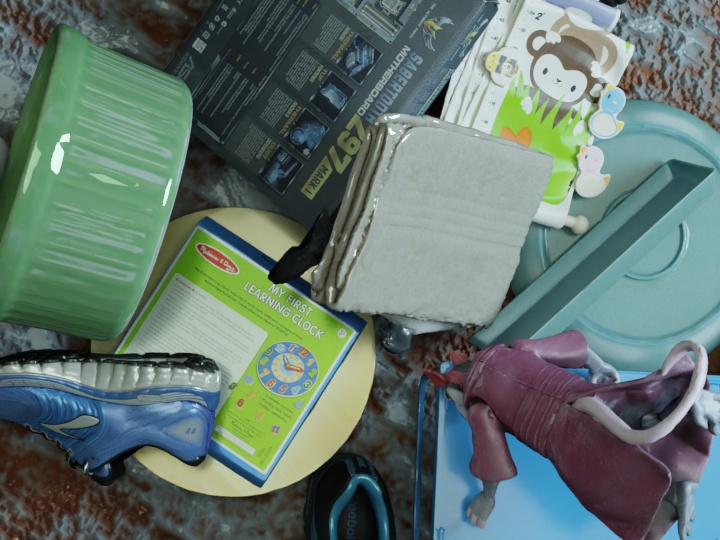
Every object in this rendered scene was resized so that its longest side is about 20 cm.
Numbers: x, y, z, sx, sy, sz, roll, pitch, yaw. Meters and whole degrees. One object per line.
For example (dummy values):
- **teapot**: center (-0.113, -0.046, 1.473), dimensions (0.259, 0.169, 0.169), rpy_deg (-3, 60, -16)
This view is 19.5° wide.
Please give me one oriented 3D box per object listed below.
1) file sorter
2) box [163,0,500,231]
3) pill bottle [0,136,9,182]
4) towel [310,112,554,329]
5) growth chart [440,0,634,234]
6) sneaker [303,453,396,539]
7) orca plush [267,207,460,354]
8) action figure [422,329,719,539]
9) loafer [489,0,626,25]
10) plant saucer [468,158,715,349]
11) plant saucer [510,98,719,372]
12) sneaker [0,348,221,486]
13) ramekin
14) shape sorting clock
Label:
- **file sorter**: center (0.138, 0.139, 1.444), dimensions (0.198, 0.123, 0.140), rpy_deg (3, 86, -9)
- **box**: center (-0.025, -0.149, 1.424), dimensions (0.157, 0.051, 0.201), rpy_deg (39, 105, 11)
- **pill bottle**: center (-0.312, -0.008, 1.390), dimensions (0.110, 0.111, 0.202), rpy_deg (18, 84, -7)
- **towel**: center (0.049, -0.030, 1.384), dimensions (0.034, 0.199, 0.134), rpy_deg (27, 100, 36)
- **growth chart**: center (0.123, -0.131, 1.453), dimensions (0.143, 0.018, 0.202), rpy_deg (8, 101, -17)
- **sneaker**: center (-0.012, 0.228, 1.436), dimensions (0.072, 0.082, 0.202), rpy_deg (-1, 88, -10)
- **orca plush**: center (0.000, 0.000, 1.428), dimensions (0.199, 0.071, 0.106), rpy_deg (-2, 102, -51)
- **action figure**: center (0.120, 0.095, 1.308), dimensions (0.199, 0.149, 0.135), rpy_deg (22, 73, 25)
- **loafer**: center (0.108, -0.205, 1.492), dimensions (0.198, 0.073, 0.072), rpy_deg (-17, 78, -12)
- **plant saucer**: center (0.164, -0.004, 1.459), dimensions (0.200, 0.070, 0.019), rpy_deg (-42, 110, -8)
- **plant saucer**: center (0.201, -0.025, 1.512), dimensions (0.198, 0.027, 0.202), rpy_deg (1, 86, -9)
- **sneaker**: center (-0.192, 0.100, 1.404), dimensions (0.198, 0.079, 0.090), rpy_deg (2, 95, 13)
- **ramekin**: center (-0.181, -0.051, 1.373), dimensions (0.097, 0.200, 0.202), rpy_deg (17, 84, -14)
- **shape sorting clock**: center (-0.088, 0.056, 1.456), dimensions (0.198, 0.039, 0.202), rpy_deg (0, 85, 1)
